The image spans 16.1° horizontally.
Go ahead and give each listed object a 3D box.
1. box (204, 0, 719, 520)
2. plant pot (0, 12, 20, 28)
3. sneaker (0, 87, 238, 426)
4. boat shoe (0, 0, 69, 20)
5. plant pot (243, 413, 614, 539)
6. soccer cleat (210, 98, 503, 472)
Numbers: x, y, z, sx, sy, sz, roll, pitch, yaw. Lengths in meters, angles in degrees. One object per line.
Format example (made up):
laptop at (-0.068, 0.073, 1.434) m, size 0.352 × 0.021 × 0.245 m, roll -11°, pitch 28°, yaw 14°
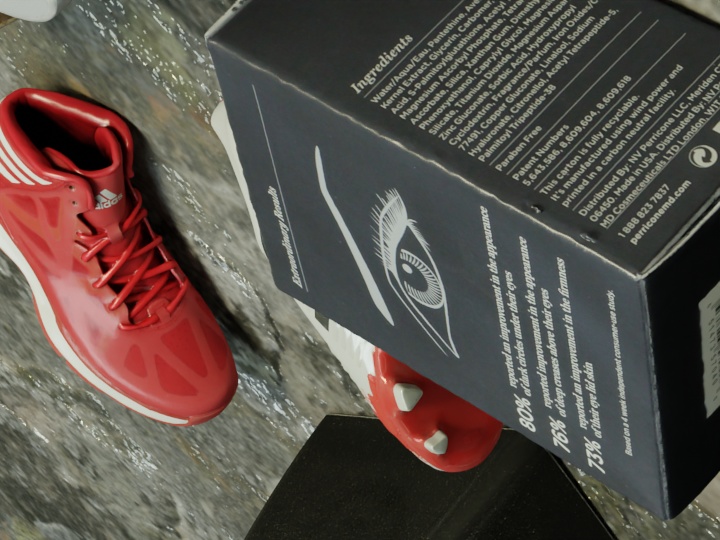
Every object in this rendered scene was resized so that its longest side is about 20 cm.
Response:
box at (0.059, -0.028, 0.910) m, size 0.200 × 0.104 × 0.148 m, roll 32°, pitch 154°, yaw 29°
plant pot at (-0.224, -0.180, 1.070) m, size 0.187 × 0.187 × 0.200 m, roll -9°, pitch 108°, yaw 62°
sneaker at (-0.128, -0.007, 1.287) m, size 0.200 × 0.078 × 0.116 m, roll 46°, pitch 158°, yaw -5°
boat shoe at (-0.179, -0.178, 0.960) m, size 0.200 × 0.070 × 0.071 m, roll 37°, pitch 156°, yaw -2°
plant pot at (0.029, 0.207, 1.254) m, size 0.200 × 0.177 × 0.199 m, roll 53°, pitch 156°, yaw -20°
soccer cleat at (0.000, 0.000, 1.110) m, size 0.200 × 0.069 × 0.085 m, roll 58°, pitch 162°, yaw -20°
